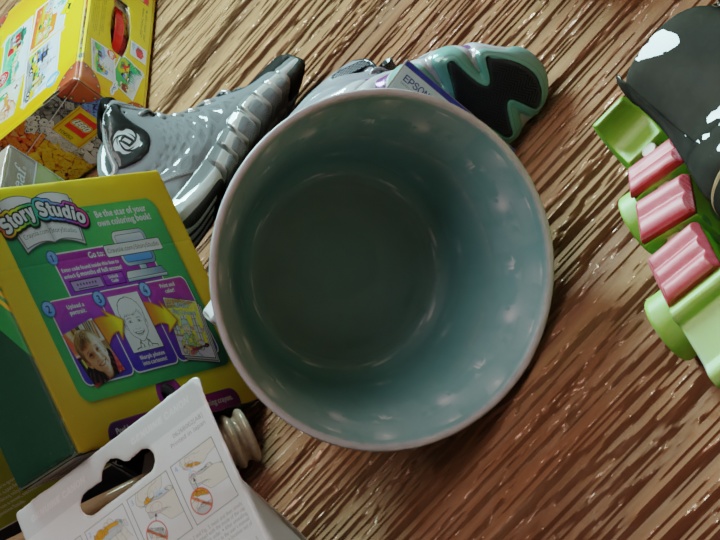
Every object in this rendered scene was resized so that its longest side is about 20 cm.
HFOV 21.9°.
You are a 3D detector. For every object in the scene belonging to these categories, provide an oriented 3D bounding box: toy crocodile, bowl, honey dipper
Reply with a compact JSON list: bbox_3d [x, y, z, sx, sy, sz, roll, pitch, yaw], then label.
[{"bbox_3d":[0.170,-0.019,0.970,0.067,0.062,0.200,-37,37,24],"label":"toy crocodile"},{"bbox_3d":[0.000,0.000,1.077,0.201,0.200,0.105,-60,14,-9],"label":"bowl"},{"bbox_3d":[-0.158,0.146,1.171,0.199,0.038,0.038,-25,31,-13],"label":"honey dipper"}]

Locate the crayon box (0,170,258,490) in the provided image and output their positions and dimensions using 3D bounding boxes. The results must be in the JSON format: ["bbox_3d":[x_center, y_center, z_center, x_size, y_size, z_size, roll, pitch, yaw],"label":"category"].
[{"bbox_3d":[-0.169,0.030,1.172,0.058,0.200,0.173,-32,80,29],"label":"crayon box"}]

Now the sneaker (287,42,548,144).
[{"bbox_3d":[0.028,-0.115,1.230,0.199,0.078,0.140,-18,22,13],"label":"sneaker"}]

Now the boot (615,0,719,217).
[{"bbox_3d":[0.231,-0.123,0.940,0.200,0.078,0.138,-38,44,3],"label":"boot"}]

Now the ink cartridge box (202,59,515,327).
[{"bbox_3d":[0.000,-0.024,1.153,0.200,0.095,0.037,-52,18,0],"label":"ink cartridge box"}]

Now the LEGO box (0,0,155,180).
[{"bbox_3d":[-0.260,-0.175,1.646,0.149,0.077,0.201,-33,38,29],"label":"LEGO box"}]

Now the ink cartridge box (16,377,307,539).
[{"bbox_3d":[-0.094,0.186,1.048,0.162,0.050,0.201,-37,67,25],"label":"ink cartridge box"}]

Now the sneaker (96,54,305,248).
[{"bbox_3d":[-0.126,-0.109,1.336,0.200,0.115,0.075,-56,-9,-40],"label":"sneaker"}]

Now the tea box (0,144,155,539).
[{"bbox_3d":[-0.218,0.062,1.266,0.133,0.197,0.201,-30,39,32],"label":"tea box"}]
